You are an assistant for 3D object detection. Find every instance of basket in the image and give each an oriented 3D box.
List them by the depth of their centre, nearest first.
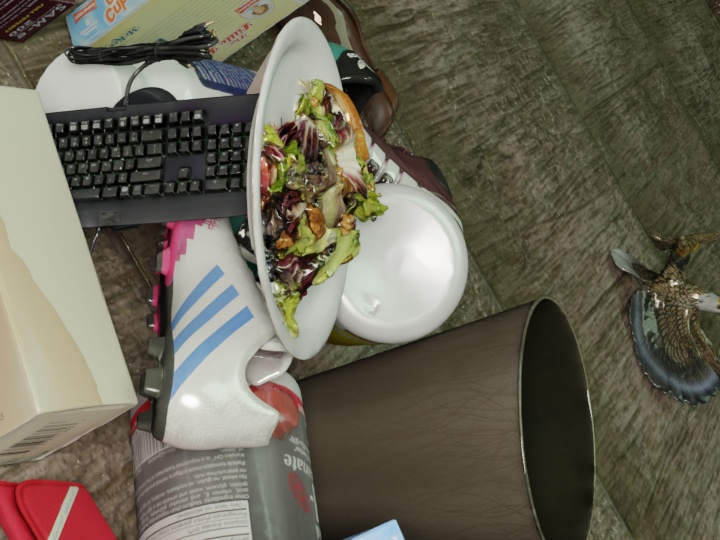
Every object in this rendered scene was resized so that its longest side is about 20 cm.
[{"bbox_3d":[0.044,0.118,0.981,0.136,0.199,0.181,37,50,-53],"label":"basket"}]

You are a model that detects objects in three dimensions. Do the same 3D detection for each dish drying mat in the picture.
[{"bbox_3d":[-0.130,0.187,0.768,0.200,0.018,0.077,48,16,32],"label":"dish drying mat"}]

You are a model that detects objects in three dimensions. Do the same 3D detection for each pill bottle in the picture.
[{"bbox_3d":[-0.078,0.163,0.862,0.111,0.110,0.201,27,44,-46],"label":"pill bottle"},{"bbox_3d":[-0.130,-0.097,1.004,0.200,0.111,0.111,6,60,-57],"label":"pill bottle"},{"bbox_3d":[0.000,0.000,1.046,0.110,0.109,0.200,59,-14,-4],"label":"pill bottle"}]

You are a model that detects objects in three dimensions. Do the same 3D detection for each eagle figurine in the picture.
[{"bbox_3d":[0.385,0.055,1.718,0.151,0.151,0.201,0,95,-15],"label":"eagle figurine"}]

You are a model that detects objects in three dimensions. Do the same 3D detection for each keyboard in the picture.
[{"bbox_3d":[-0.145,-0.088,0.861,0.021,0.199,0.128,42,48,-63],"label":"keyboard"}]

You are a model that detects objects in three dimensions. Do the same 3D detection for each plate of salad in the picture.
[{"bbox_3d":[-0.022,-0.048,0.845,0.200,0.048,0.201,1,90,-76],"label":"plate of salad"}]

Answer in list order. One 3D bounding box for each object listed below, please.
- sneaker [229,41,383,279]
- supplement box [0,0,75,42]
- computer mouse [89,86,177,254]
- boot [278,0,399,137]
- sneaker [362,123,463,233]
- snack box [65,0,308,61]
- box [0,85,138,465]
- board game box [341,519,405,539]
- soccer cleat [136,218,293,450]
[{"bbox_3d":[-0.053,-0.059,0.958,0.071,0.080,0.201,24,90,-58],"label":"sneaker"},{"bbox_3d":[-0.283,-0.215,0.911,0.200,0.061,0.109,-2,67,-57],"label":"supplement box"},{"bbox_3d":[-0.154,-0.017,0.878,0.201,0.058,0.034,-69,156,-6],"label":"computer mouse"},{"bbox_3d":[-0.042,-0.150,1.252,0.186,0.064,0.200,47,36,-20],"label":"boot"},{"bbox_3d":[0.002,-0.087,1.179,0.200,0.076,0.116,42,20,-8],"label":"sneaker"},{"bbox_3d":[-0.104,-0.207,1.047,0.116,0.200,0.037,14,52,-54],"label":"snack box"},{"bbox_3d":[-0.209,0.002,0.810,0.078,0.095,0.201,0,64,-55],"label":"box"},{"bbox_3d":[0.015,0.238,0.887,0.036,0.200,0.152,-20,80,-18],"label":"board game box"},{"bbox_3d":[-0.084,0.026,0.855,0.086,0.070,0.201,9,47,-12],"label":"soccer cleat"}]
